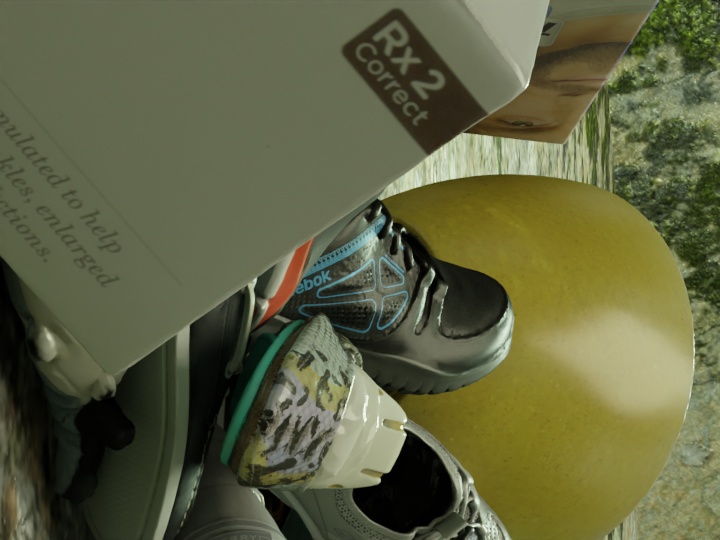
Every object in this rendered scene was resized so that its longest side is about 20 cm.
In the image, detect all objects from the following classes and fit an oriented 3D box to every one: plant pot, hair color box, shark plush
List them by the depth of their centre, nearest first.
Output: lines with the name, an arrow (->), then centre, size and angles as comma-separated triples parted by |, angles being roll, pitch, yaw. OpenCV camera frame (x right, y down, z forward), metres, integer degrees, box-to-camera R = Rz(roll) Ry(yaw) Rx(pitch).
shark plush -> -0.098, -0.007, 1.072 | 0.083, 0.091, 0.201 | -129, -159, -53
hair color box -> 0.070, -0.127, 1.387 | 0.200, 0.109, 0.065 | 119, -23, -71
plant pot -> 0.042, 0.037, 1.442 | 0.142, 0.199, 0.201 | 18, 69, -48

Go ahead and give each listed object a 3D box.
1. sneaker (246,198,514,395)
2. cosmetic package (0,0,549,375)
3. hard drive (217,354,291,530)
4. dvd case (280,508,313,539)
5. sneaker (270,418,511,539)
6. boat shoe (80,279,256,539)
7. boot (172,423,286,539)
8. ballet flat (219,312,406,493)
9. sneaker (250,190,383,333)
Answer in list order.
sneaker -> 0.000, 0.000, 1.276 | 0.073, 0.199, 0.082 | 48, -62, 42
cosmetic package -> -0.048, -0.111, 0.893 | 0.165, 0.165, 0.200 | 49, 25, -14
hard drive -> -0.055, 0.126, 1.378 | 0.200, 0.038, 0.140 | 54, 37, -72
dvd case -> -0.027, 0.221, 1.375 | 0.146, 0.022, 0.201 | -66, 153, -66
sneaker -> 0.020, 0.113, 1.321 | 0.200, 0.082, 0.075 | 40, 77, -47
boat shoe -> -0.068, 0.019, 1.112 | 0.060, 0.076, 0.201 | -14, 125, -39
boot -> -0.067, 0.156, 1.221 | 0.096, 0.073, 0.201 | -112, -153, -47
ballet flat -> -0.015, 0.054, 1.143 | 0.200, 0.072, 0.072 | -128, -142, -87
sneaker -> -0.026, -0.028, 1.158 | 0.082, 0.200, 0.077 | -22, 76, -45
